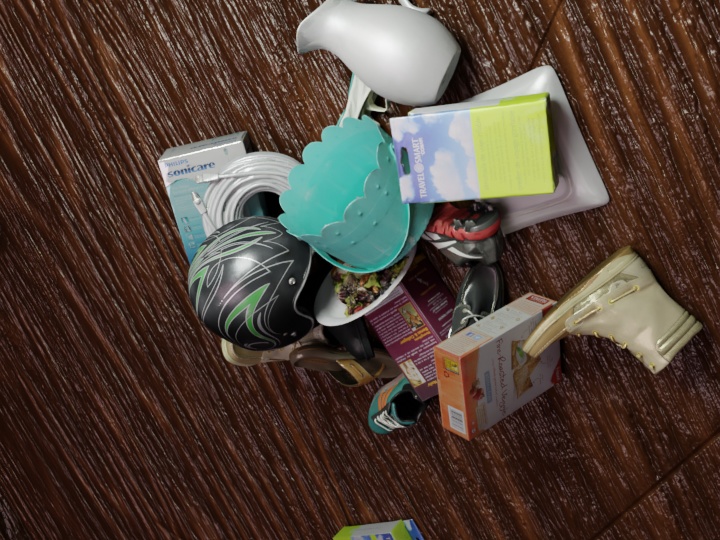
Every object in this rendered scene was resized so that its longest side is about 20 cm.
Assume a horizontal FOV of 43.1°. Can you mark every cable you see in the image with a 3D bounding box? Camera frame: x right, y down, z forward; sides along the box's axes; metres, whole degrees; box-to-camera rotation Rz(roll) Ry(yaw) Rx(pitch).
[{"bbox_3d":[-0.156,-0.092,1.478,0.200,0.069,0.200,-17,111,0],"label":"cable"}]

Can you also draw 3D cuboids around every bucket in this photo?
[{"bbox_3d":[-0.002,-0.103,1.300,0.135,0.207,0.207,32,147,-34],"label":"bucket"}]

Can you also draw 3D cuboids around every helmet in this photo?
[{"bbox_3d":[-0.160,0.013,1.376,0.200,0.200,0.191,23,152,29],"label":"helmet"}]

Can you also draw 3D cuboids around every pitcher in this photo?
[{"bbox_3d":[0.039,-0.323,1.222,0.200,0.172,0.121,27,173,7],"label":"pitcher"}]

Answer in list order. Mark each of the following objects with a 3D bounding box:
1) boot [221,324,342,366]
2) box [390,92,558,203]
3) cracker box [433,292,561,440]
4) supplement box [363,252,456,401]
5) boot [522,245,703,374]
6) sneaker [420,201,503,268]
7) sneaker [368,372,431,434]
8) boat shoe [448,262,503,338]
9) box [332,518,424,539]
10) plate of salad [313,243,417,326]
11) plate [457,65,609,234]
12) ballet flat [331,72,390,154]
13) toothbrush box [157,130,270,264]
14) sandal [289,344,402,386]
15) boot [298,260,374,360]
[{"bbox_3d":[-0.121,0.116,1.558,0.155,0.200,0.072,-16,78,43],"label":"boot"},{"bbox_3d":[0.147,-0.154,1.176,0.200,0.048,0.122,-3,109,20],"label":"box"},{"bbox_3d":[0.198,0.132,1.285,0.058,0.200,0.134,20,127,47],"label":"cracker box"},{"bbox_3d":[0.097,0.089,1.429,0.110,0.086,0.200,-35,90,45],"label":"supplement box"},{"bbox_3d":[0.330,0.086,1.211,0.200,0.073,0.155,-44,86,16],"label":"boot"},{"bbox_3d":[0.132,-0.052,1.315,0.200,0.071,0.098,15,138,52],"label":"sneaker"},{"bbox_3d":[0.062,0.232,1.536,0.071,0.080,0.200,32,134,-4],"label":"sneaker"},{"bbox_3d":[0.167,0.081,1.328,0.072,0.068,0.200,15,89,4],"label":"boat shoe"},{"bbox_3d":[0.048,0.549,1.767,0.200,0.048,0.122,-23,99,46],"label":"box"},{"bbox_3d":[0.000,0.000,1.384,0.200,0.200,0.048,-15,128,44],"label":"plate of salad"},{"bbox_3d":[0.209,-0.151,1.234,0.199,0.032,0.200,-16,103,45],"label":"plate"},{"bbox_3d":[0.006,-0.235,1.337,0.069,0.069,0.200,36,130,19],"label":"ballet flat"},{"bbox_3d":[-0.239,-0.119,1.543,0.146,0.085,0.200,-13,111,3],"label":"toothbrush box"},{"bbox_3d":[-0.021,0.165,1.527,0.080,0.200,0.054,119,153,-53],"label":"sandal"},{"bbox_3d":[-0.079,0.084,1.480,0.073,0.162,0.198,72,176,-62],"label":"boot"}]
